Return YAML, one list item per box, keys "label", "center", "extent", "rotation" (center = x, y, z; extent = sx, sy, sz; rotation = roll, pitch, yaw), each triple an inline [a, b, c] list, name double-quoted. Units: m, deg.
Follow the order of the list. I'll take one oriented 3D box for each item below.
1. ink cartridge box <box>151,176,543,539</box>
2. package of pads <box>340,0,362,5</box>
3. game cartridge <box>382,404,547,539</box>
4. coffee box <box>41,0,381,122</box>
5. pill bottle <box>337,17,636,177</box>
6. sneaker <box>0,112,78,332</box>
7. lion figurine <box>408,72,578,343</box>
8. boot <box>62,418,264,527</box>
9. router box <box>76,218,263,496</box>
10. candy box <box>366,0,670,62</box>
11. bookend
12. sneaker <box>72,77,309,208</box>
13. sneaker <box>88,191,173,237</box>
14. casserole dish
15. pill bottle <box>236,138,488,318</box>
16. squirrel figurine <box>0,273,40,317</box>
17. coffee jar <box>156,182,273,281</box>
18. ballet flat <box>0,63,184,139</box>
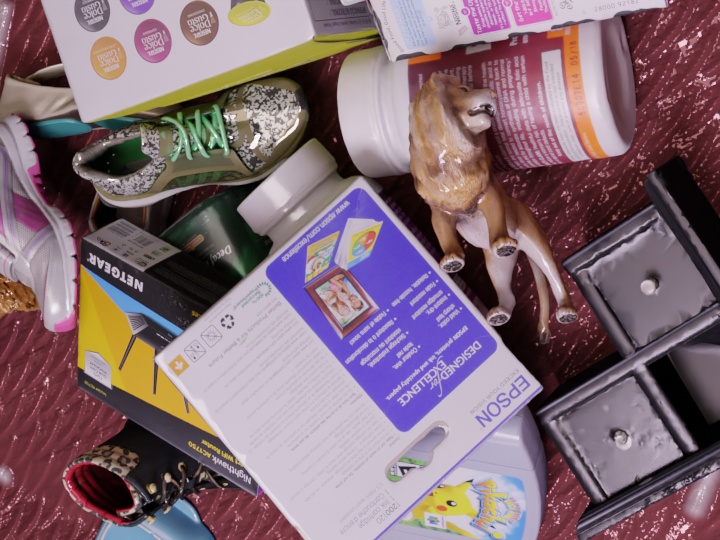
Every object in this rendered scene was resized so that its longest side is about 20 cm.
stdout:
- label: "ink cartridge box"
  center: [-0.009, 0.074, 0.937]
  extent: [0.198, 0.043, 0.200]
  rotation: [-41, 84, -5]
- label: "package of pads"
  center: [0.059, -0.269, 0.906]
  extent: [0.153, 0.201, 0.069]
  rotation: [-15, 124, 22]
- label: "game cartridge"
  center: [0.077, 0.164, 1.023]
  extent: [0.132, 0.041, 0.201]
  rotation: [5, 138, 11]
- label: "coffee box"
  center: [-0.105, -0.238, 0.983]
  extent: [0.198, 0.200, 0.200]
  rotation: [-15, 96, 24]
- label: "pill bottle"
  center: [0.091, -0.128, 0.971]
  extent: [0.198, 0.114, 0.115]
  rotation: [-6, 99, 23]
- label: "sneaker"
  center: [-0.290, -0.031, 1.098]
  extent: [0.201, 0.088, 0.082]
  rotation: [61, 157, 23]
- label: "lion figurine"
  center: [0.089, -0.039, 0.919]
  extent: [0.072, 0.200, 0.123]
  rotation: [-19, 55, 12]
- label: "boot"
  center: [-0.128, 0.172, 1.104]
  extent: [0.202, 0.154, 0.074]
  rotation: [19, 117, 20]
- label: "router box"
  center: [-0.137, 0.067, 1.058]
  extent: [0.199, 0.051, 0.150]
  rotation: [26, 125, 27]
- label: "candy box"
  center: [0.115, -0.221, 0.924]
  extent: [0.198, 0.137, 0.061]
  rotation: [-9, 126, 24]
- label: "bookend"
  center: [0.199, 0.057, 0.977]
  extent: [0.198, 0.092, 0.201]
  rotation: [-34, 86, 26]
- label: "sneaker"
  center: [-0.134, -0.096, 1.025]
  extent: [0.198, 0.089, 0.078]
  rotation: [-19, 86, 16]
- label: "sneaker"
  center: [-0.208, -0.007, 1.142]
  extent: [0.072, 0.085, 0.202]
  rotation: [11, 107, 19]
- label: "casserole dish"
  center: [-0.208, 0.295, 1.233]
  extent: [0.121, 0.039, 0.201]
  rotation: [31, 112, 15]
- label: "pill bottle"
  center: [0.000, 0.000, 1.026]
  extent: [0.112, 0.112, 0.200]
  rotation: [-39, 94, 25]
- label: "squirrel figurine"
  center: [-0.367, 0.001, 1.163]
  extent: [0.198, 0.142, 0.188]
  rotation: [-11, 64, -2]
- label: "coffee jar"
  center: [-0.080, 0.035, 1.095]
  extent: [0.104, 0.085, 0.201]
  rotation: [-35, 87, 27]
- label: "ballet flat"
  center: [-0.224, -0.147, 1.134]
  extent: [0.198, 0.069, 0.070]
  rotation: [3, 103, 23]
